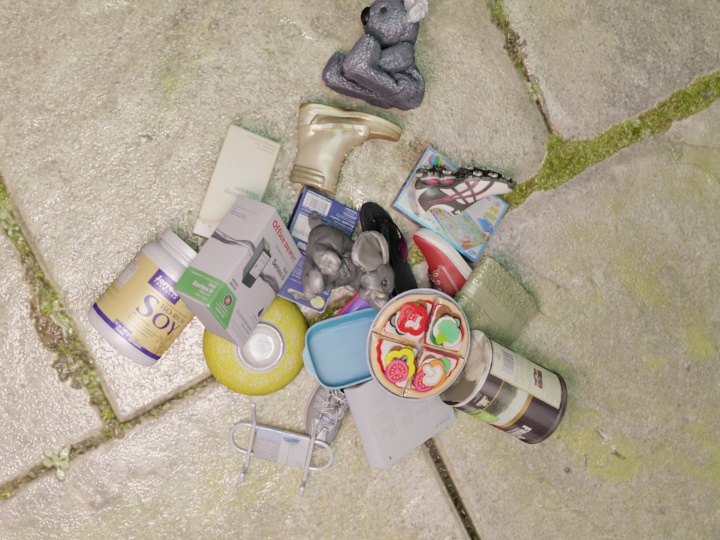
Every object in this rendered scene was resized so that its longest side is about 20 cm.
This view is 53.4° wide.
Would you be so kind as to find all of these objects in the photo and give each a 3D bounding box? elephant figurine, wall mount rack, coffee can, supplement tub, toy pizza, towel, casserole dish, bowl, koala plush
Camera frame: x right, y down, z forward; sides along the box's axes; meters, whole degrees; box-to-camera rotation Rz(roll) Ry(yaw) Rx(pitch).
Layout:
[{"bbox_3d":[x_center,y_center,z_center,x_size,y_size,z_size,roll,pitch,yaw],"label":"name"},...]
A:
[{"bbox_3d":[0.000,0.000,1.275,0.196,0.142,0.158,8,104,-15],"label":"elephant figurine"},{"bbox_3d":[-0.141,0.306,1.271,0.196,0.075,0.177,13,111,0],"label":"wall mount rack"},{"bbox_3d":[0.263,0.217,1.331,0.198,0.146,0.148,28,85,-22],"label":"coffee can"},{"bbox_3d":[-0.347,0.044,1.219,0.145,0.145,0.201,40,83,-9],"label":"supplement tub"},{"bbox_3d":[0.105,0.133,1.243,0.196,0.032,0.205,-3,101,-17],"label":"toy pizza"},{"bbox_3d":[0.256,0.072,1.364,0.199,0.036,0.149,40,86,-35],"label":"towel"},{"bbox_3d":[-0.013,0.140,1.270,0.197,0.039,0.123,-14,74,-23],"label":"casserole dish"},{"bbox_3d":[-0.182,0.131,1.275,0.196,0.108,0.205,0,91,-12],"label":"bowl"},{"bbox_3d":[0.052,-0.413,1.300,0.181,0.177,0.204,17,86,-23],"label":"koala plush"}]

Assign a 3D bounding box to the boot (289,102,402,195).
[{"bbox_3d":[-0.027,-0.215,1.323,0.196,0.073,0.159,10,88,-10],"label":"boot"}]

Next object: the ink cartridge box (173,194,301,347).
[{"bbox_3d":[-0.198,0.000,1.194,0.083,0.147,0.202,20,66,27],"label":"ink cartridge box"}]

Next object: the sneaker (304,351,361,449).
[{"bbox_3d":[-0.049,0.230,1.315,0.073,0.082,0.204,18,86,-11],"label":"sneaker"}]

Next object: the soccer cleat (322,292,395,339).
[{"bbox_3d":[-0.016,0.097,1.330,0.076,0.067,0.201,41,78,2],"label":"soccer cleat"}]

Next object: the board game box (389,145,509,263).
[{"bbox_3d":[0.173,-0.125,1.386,0.198,0.034,0.136,34,84,-10],"label":"board game box"}]

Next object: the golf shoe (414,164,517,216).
[{"bbox_3d":[0.195,-0.150,1.347,0.196,0.077,0.090,0,110,-10],"label":"golf shoe"}]

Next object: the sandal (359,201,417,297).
[{"bbox_3d":[0.063,-0.041,1.341,0.075,0.048,0.203,-25,90,-41],"label":"sandal"}]

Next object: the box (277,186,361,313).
[{"bbox_3d":[-0.089,-0.036,1.324,0.119,0.032,0.203,23,82,-18],"label":"box"}]

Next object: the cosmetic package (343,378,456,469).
[{"bbox_3d":[0.077,0.248,1.319,0.198,0.051,0.153,-22,94,-38],"label":"cosmetic package"}]

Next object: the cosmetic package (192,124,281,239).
[{"bbox_3d":[-0.222,-0.145,1.283,0.102,0.073,0.204,18,86,-12],"label":"cosmetic package"}]

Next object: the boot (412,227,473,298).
[{"bbox_3d":[0.141,0.031,1.364,0.144,0.072,0.200,-45,102,-7],"label":"boot"}]
